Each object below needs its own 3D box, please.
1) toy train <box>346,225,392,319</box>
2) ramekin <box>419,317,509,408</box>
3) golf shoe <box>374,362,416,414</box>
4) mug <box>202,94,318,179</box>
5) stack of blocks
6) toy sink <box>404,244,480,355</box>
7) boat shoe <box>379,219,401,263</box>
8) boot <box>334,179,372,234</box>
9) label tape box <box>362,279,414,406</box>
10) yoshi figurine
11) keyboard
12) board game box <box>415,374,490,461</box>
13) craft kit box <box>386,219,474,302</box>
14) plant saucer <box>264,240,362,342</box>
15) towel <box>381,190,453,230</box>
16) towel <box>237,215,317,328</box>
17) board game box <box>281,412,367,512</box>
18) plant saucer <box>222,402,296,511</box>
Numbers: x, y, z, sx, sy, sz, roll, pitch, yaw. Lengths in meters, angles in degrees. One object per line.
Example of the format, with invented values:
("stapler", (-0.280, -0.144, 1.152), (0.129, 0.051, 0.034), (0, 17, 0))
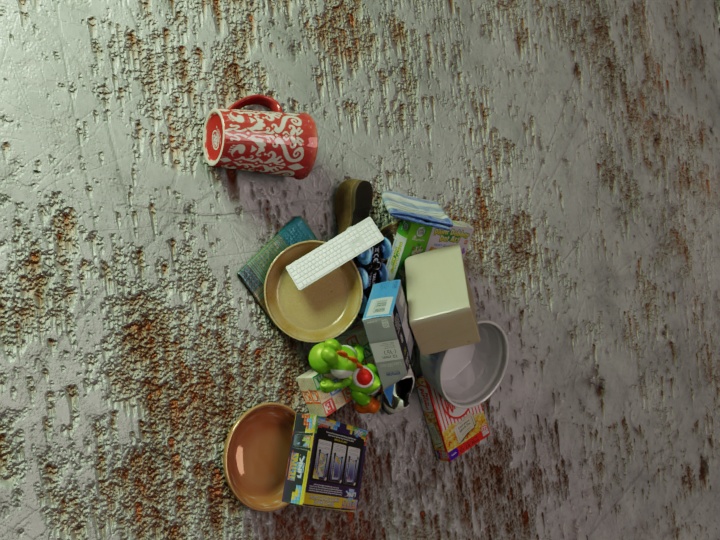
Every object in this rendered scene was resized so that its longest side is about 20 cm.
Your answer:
("toy train", (0.000, 0.000, 1.601), (0.086, 0.113, 0.204), (-14, 117, -40))
("ramekin", (0.223, 0.191, 1.700), (0.197, 0.105, 0.204), (-11, 111, -31))
("golf shoe", (0.094, 0.216, 1.691), (0.077, 0.094, 0.204), (20, 69, -33))
("mug", (-0.210, -0.262, 1.523), (0.197, 0.178, 0.135), (-1, 120, -35))
("stack of blocks", (-0.036, 0.206, 1.607), (0.198, 0.058, 0.117), (-28, 100, -38))
("toy sink", (0.171, 0.062, 1.621), (0.202, 0.128, 0.113), (-92, 163, -50))
("boat shoe", (0.099, -0.081, 1.754), (0.199, 0.071, 0.073), (-36, 105, -37))
("boot", (-0.023, -0.097, 1.669), (0.073, 0.075, 0.204), (1, 100, -44))
("label tape box", (0.067, 0.143, 1.525), (0.144, 0.065, 0.203), (-70, 146, -62))
("yoshi figurine", (-0.031, 0.199, 1.530), (0.200, 0.111, 0.113), (49, 16, -38))
("keyboard", (-0.050, -0.034, 1.519), (0.198, 0.011, 0.057), (-32, 67, -8))
("board game box", (0.216, 0.320, 1.802), (0.150, 0.046, 0.204), (-22, 96, -39))
("craft kit box", (0.149, -0.021, 1.745), (0.197, 0.048, 0.201), (3, 109, -39))
("plant saucer", (-0.095, 0.043, 1.535), (0.196, 0.035, 0.204), (1, 80, -7))
("towel", (0.122, -0.135, 1.693), (0.144, 0.200, 0.024), (13, 106, -7))
("towel", (-0.148, 0.001, 1.575), (0.200, 0.022, 0.148), (-46, 111, -32))
("board game box", (-0.066, 0.383, 1.520), (0.199, 0.056, 0.169), (32, 63, -53))
("plant saucer", (-0.181, 0.358, 1.480), (0.198, 0.037, 0.204), (7, 79, -39))
